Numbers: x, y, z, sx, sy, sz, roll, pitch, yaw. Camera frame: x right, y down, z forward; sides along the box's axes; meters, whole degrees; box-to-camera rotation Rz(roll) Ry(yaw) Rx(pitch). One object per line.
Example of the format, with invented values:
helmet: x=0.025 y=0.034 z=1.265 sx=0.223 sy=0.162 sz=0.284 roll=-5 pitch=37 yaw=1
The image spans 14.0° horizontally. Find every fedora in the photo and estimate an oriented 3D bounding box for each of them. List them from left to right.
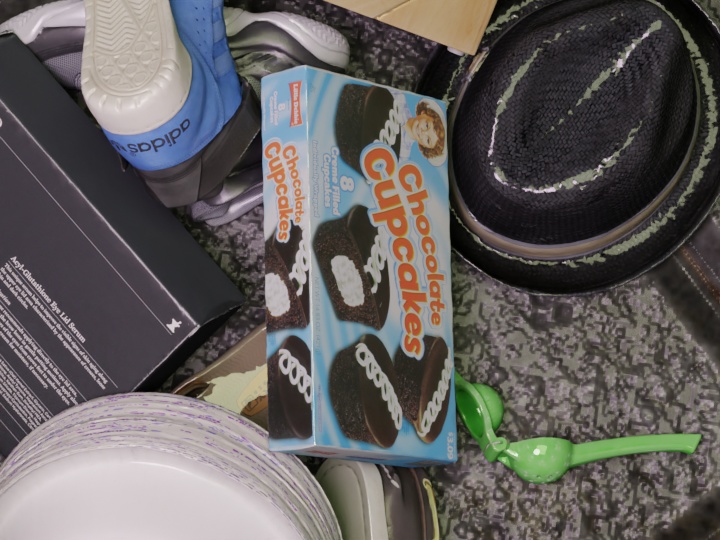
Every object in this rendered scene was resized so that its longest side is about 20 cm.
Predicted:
fedora: x=0.121 y=-0.086 z=1.612 sx=0.199 sy=0.092 sz=0.202 roll=0 pitch=82 yaw=-1

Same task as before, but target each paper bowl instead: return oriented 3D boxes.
paper bowl: x=-0.111 y=0.173 z=1.522 sx=0.199 sy=0.104 sz=0.202 roll=3 pitch=117 yaw=6

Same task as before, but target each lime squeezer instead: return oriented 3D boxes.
lime squeezer: x=0.087 y=0.074 z=1.618 sx=0.199 sy=0.038 sz=0.071 roll=28 pitch=82 yaw=3

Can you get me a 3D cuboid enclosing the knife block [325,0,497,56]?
knife block: x=0.043 y=-0.217 z=1.596 sx=0.199 sy=0.064 sz=0.176 roll=18 pitch=97 yaw=-25

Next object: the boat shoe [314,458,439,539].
boat shoe: x=0.014 y=0.201 z=1.582 sx=0.060 sy=0.072 sz=0.203 roll=4 pitch=82 yaw=-39

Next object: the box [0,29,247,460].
box: x=-0.182 y=-0.007 z=1.578 sx=0.141 sy=0.079 sz=0.200 roll=-43 pitch=85 yaw=24

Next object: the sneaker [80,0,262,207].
sneaker: x=-0.099 y=-0.123 z=1.556 sx=0.076 sy=0.111 sz=0.201 roll=-12 pitch=48 yaw=13

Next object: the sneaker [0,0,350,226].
sneaker: x=-0.107 y=-0.086 z=1.615 sx=0.199 sy=0.075 sz=0.115 roll=3 pitch=80 yaw=-3

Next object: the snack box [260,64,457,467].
snack box: x=0.000 y=0.000 z=1.554 sx=0.037 sy=0.116 sz=0.201 roll=-11 pitch=76 yaw=40

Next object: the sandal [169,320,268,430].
sandal: x=-0.086 y=0.100 z=1.601 sx=0.080 sy=0.054 sz=0.200 roll=44 pitch=83 yaw=5
